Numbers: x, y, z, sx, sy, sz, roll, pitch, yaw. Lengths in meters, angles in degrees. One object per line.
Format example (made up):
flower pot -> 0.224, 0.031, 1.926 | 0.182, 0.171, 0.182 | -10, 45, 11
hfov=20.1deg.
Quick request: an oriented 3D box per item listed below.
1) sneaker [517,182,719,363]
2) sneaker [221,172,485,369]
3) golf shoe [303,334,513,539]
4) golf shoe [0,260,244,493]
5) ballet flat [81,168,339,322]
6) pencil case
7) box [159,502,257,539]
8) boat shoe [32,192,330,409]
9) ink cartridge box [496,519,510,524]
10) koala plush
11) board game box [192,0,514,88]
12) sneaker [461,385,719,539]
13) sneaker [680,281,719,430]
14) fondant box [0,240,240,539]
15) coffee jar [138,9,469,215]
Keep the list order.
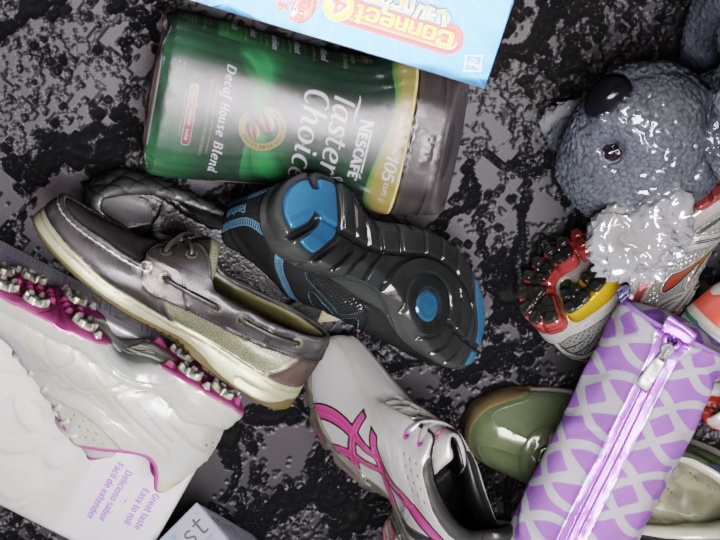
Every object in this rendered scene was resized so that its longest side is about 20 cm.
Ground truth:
sneaker -> 0.196, -0.019, 1.339 | 0.200, 0.078, 0.082 | -39, 131, 1
sneaker -> 0.000, 0.000, 1.288 | 0.200, 0.082, 0.073 | 37, 61, -34
golf shoe -> 0.035, 0.116, 1.306 | 0.092, 0.072, 0.200 | -51, 61, 38
golf shoe -> -0.174, 0.068, 1.261 | 0.200, 0.075, 0.092 | 30, 101, -11
ballet flat -> -0.087, -0.009, 1.313 | 0.200, 0.057, 0.067 | 20, 102, -10
pencil case -> 0.160, 0.115, 1.279 | 0.084, 0.086, 0.200 | 24, 97, -3
box -> -0.107, 0.287, 1.315 | 0.200, 0.097, 0.176 | -44, 59, 1
boat shoe -> -0.108, 0.007, 1.262 | 0.201, 0.072, 0.066 | 36, 104, -12
ink cartridge box -> 0.126, 0.224, 1.361 | 0.199, 0.117, 0.067 | 9, 108, -8
koala plush -> 0.204, -0.094, 1.248 | 0.200, 0.178, 0.184 | -38, 138, 20
board game box -> -0.022, -0.179, 1.203 | 0.195, 0.200, 0.056 | 16, 104, -8
sneaker -> 0.169, 0.132, 1.356 | 0.200, 0.090, 0.067 | 16, 103, -9
sneaker -> 0.277, 0.086, 1.359 | 0.093, 0.070, 0.200 | -34, 115, 6
fondant box -> -0.198, 0.085, 1.328 | 0.200, 0.058, 0.145 | 28, 100, -13
coffee jar -> -0.034, -0.097, 1.282 | 0.199, 0.085, 0.105 | 9, 104, -8
